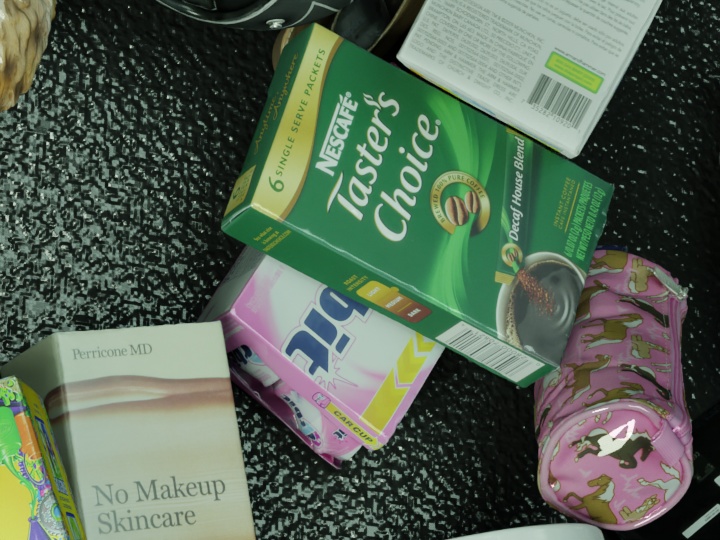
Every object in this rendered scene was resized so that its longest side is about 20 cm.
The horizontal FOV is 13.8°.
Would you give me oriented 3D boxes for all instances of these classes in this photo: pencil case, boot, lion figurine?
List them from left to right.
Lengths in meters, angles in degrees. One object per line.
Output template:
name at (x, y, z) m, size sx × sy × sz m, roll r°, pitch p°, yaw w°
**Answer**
lion figurine at (-0.243, -0.091, 1.508) m, size 0.199 × 0.123 × 0.072 m, roll -21°, pitch 47°, yaw -36°
boot at (0.031, -0.181, 1.693) m, size 0.074 × 0.075 × 0.200 m, roll 39°, pitch 69°, yaw -10°
pencil case at (0.140, 0.063, 1.634) m, size 0.082 × 0.087 × 0.200 m, roll 19°, pitch 28°, yaw -5°

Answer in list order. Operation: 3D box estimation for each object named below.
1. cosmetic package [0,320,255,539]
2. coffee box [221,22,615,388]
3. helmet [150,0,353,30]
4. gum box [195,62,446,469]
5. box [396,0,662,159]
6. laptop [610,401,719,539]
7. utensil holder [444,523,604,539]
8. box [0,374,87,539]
cosmetic package at (-0.114, 0.134, 1.532) m, size 0.103 × 0.087 × 0.201 m, roll -5°, pitch 78°, yaw -28°
coffee box at (0.033, -0.034, 1.605) m, size 0.199 × 0.044 × 0.124 m, roll 29°, pitch 62°, yaw -16°
helmet at (-0.062, -0.222, 1.601) m, size 0.190 × 0.200 × 0.201 m, roll 20°, pitch 66°, yaw -8°
gum box at (0.000, 0.000, 1.643) m, size 0.113 × 0.066 × 0.201 m, roll 39°, pitch 61°, yaw -12°
box at (0.093, -0.130, 1.622) m, size 0.112 × 0.200 × 0.102 m, roll 29°, pitch 93°, yaw 3°
laptop at (0.253, 0.184, 1.758) m, size 0.177 × 0.104 × 0.200 m, roll -35°, pitch 67°, yaw -32°
utensil holder at (0.072, 0.247, 1.553) m, size 0.169 × 0.170 × 0.201 m, roll -3°, pitch 74°, yaw -28°
box at (-0.221, 0.175, 1.401) m, size 0.199 × 0.122 × 0.194 m, roll -19°, pitch 84°, yaw -3°
